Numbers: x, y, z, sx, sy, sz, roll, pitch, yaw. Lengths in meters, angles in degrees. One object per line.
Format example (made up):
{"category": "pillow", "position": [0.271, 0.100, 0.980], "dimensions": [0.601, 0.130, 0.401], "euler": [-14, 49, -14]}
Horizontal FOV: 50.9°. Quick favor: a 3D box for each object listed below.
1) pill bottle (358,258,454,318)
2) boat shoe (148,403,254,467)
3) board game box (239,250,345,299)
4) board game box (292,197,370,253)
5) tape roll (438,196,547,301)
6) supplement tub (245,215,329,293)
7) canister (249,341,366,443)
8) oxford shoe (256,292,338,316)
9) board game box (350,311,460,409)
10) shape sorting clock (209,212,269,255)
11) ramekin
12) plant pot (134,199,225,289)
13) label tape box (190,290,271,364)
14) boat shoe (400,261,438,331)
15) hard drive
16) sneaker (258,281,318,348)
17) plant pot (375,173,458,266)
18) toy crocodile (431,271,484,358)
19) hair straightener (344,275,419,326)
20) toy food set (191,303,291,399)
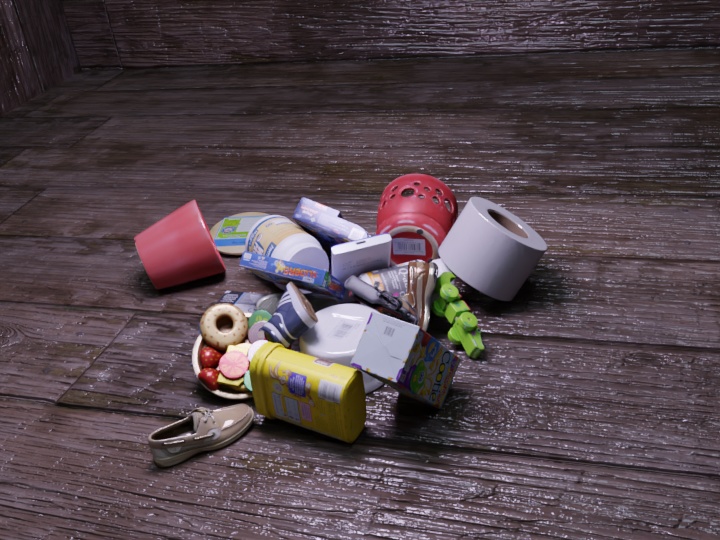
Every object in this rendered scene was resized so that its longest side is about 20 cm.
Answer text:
{"category": "pill bottle", "position": [0.100, 0.042, 1.662], "dimensions": [0.198, 0.118, 0.117], "euler": [-14, 31, -11]}
{"category": "boat shoe", "position": [-0.290, 0.289, 1.388], "dimensions": [0.198, 0.066, 0.072], "euler": [-20, 33, -20]}
{"category": "board game box", "position": [-0.143, 0.011, 1.625], "dimensions": [0.198, 0.135, 0.035], "euler": [13, 80, 22]}
{"category": "board game box", "position": [-0.047, -0.084, 1.856], "dimensions": [0.198, 0.200, 0.062], "euler": [23, 78, 16]}
{"category": "tape roll", "position": [0.289, -0.048, 1.662], "dimensions": [0.201, 0.140, 0.203], "euler": [27, 21, -11]}
{"category": "supplement tub", "position": [-0.176, -0.037, 1.822], "dimensions": [0.143, 0.146, 0.200], "euler": [-23, 34, -25]}
{"category": "canister", "position": [-0.093, 0.223, 1.377], "dimensions": [0.198, 0.150, 0.087], "euler": [13, 36, 26]}
{"category": "oxford shoe", "position": [-0.143, 0.081, 1.662], "dimensions": [0.198, 0.076, 0.058], "euler": [-2, 14, -34]}
{"category": "board game box", "position": [0.086, 0.165, 1.363], "dimensions": [0.104, 0.200, 0.104], "euler": [16, 77, 35]}
{"category": "shape sorting clock", "position": [-0.317, -0.101, 2.060], "dimensions": [0.197, 0.040, 0.201], "euler": [-4, 32, 3]}
{"category": "ramekin", "position": [-0.030, 0.154, 1.523], "dimensions": [0.198, 0.099, 0.201], "euler": [-6, 31, 3]}
{"category": "plant pot", "position": [-0.454, -0.053, 1.883], "dimensions": [0.176, 0.202, 0.201], "euler": [-23, 33, -8]}
{"category": "label tape box", "position": [-0.269, 0.128, 1.650], "dimensions": [0.142, 0.064, 0.201], "euler": [4, 32, 18]}
{"category": "boat shoe", "position": [0.109, 0.075, 1.567], "dimensions": [0.073, 0.076, 0.202], "euler": [13, 71, -1]}
{"category": "hard drive", "position": [0.000, 0.000, 1.677], "dimensions": [0.130, 0.201, 0.026], "euler": [-14, 57, -11]}
{"category": "sneaker", "position": [-0.152, 0.093, 1.529], "dimensions": [0.108, 0.070, 0.200], "euler": [-42, 18, 1]}
{"category": "plant pot", "position": [0.130, -0.101, 1.821], "dimensions": [0.198, 0.202, 0.184], "euler": [1, 41, 13]}
{"category": "toy crocodile", "position": [0.202, 0.090, 1.562], "dimensions": [0.061, 0.068, 0.201], "euler": [-7, 51, -29]}
{"category": "hair straightener", "position": [0.041, 0.060, 1.521], "dimensions": [0.199, 0.077, 0.041], "euler": [32, 72, 37]}
{"category": "toy food set", "position": [-0.242, 0.164, 1.529], "dimensions": [0.195, 0.049, 0.202], "euler": [11, 56, 2]}
